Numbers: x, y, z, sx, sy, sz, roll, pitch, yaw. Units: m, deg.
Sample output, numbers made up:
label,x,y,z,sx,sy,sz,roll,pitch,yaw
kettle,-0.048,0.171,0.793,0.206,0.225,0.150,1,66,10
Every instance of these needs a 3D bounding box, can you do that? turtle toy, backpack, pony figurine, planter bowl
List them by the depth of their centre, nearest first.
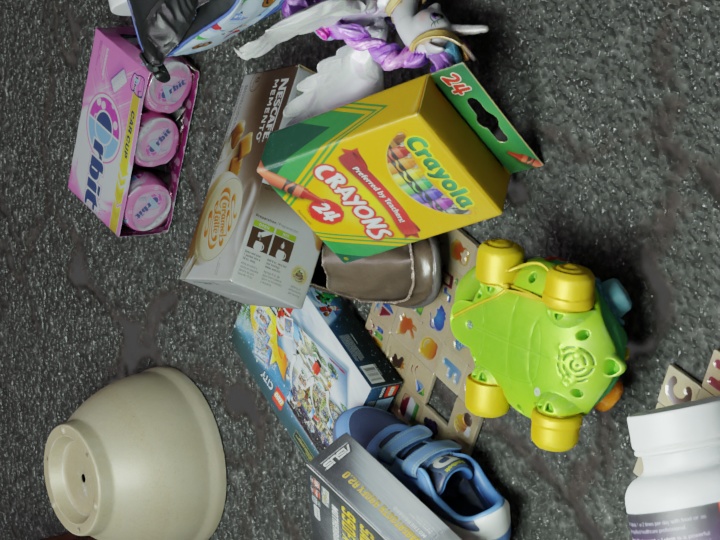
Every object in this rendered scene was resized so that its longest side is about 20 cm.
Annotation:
label,x,y,z,sx,sy,sz,roll,pitch,yaw
turtle toy,0.138,0.045,1.375,0.200,0.101,0.146,24,116,48
pony figurine,-0.010,-0.216,1.462,0.201,0.192,0.167,67,-176,29
backpack,-0.135,-0.299,1.617,0.190,0.154,0.201,-14,98,55
planter bowl,-0.253,0.211,1.879,0.200,0.134,0.201,13,107,49

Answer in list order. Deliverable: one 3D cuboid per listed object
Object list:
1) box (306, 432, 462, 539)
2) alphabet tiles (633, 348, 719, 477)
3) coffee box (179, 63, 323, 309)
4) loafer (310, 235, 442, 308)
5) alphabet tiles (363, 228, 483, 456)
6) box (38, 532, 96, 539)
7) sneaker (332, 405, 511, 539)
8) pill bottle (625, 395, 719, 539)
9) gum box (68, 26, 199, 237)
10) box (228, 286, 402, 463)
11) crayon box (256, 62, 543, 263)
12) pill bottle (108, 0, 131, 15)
label,x,y,z,sx,sy,sz,roll,pitch,yaw
box,0.025,0.251,1.514,0.158,0.048,0.200,42,155,26
alphabet tiles,0.283,0.162,1.290,0.200,0.006,0.167,39,126,41
coffee box,-0.078,-0.073,1.571,0.114,0.080,0.201,3,74,60
loafer,0.000,0.000,1.553,0.200,0.071,0.073,-4,91,57
alphabet tiles,0.066,0.054,1.546,0.167,0.008,0.201,43,128,39
box,-0.334,0.427,1.999,0.166,0.164,0.201,42,128,39
sneaker,0.057,0.173,1.511,0.200,0.074,0.082,39,144,27
pill bottle,0.250,0.193,1.244,0.111,0.111,0.201,-17,84,52
gum box,-0.237,-0.151,1.841,0.113,0.066,0.201,40,126,41
box,-0.047,0.084,1.662,0.200,0.038,0.137,54,137,33
crayon box,0.031,-0.084,1.430,0.199,0.127,0.051,-18,40,35
pill bottle,-0.225,-0.361,1.748,0.112,0.112,0.201,-16,84,52
